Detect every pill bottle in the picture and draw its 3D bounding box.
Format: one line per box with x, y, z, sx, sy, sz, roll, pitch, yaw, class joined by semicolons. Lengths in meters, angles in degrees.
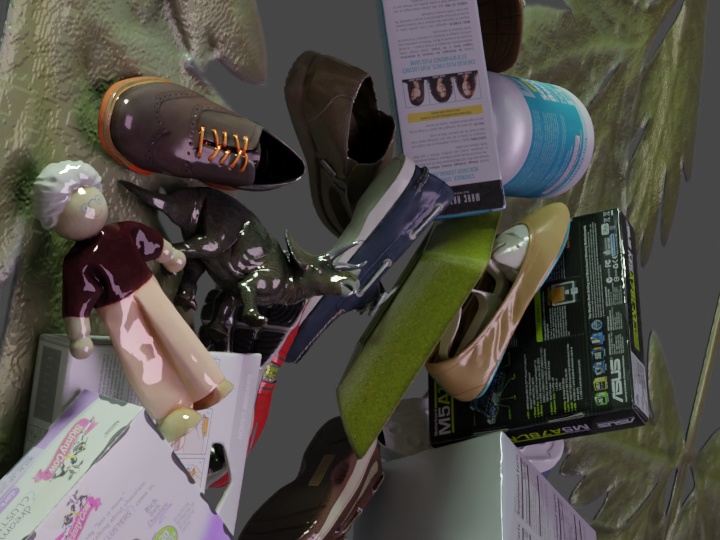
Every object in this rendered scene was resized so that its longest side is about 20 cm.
0.126;-0.123;1.668;0.200;0.110;0.111;0;99;-58;pill bottle

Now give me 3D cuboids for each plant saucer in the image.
0.043;0.039;1.541;0.200;0.048;0.200;-58;-179;17;plant saucer

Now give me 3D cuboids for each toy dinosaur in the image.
-0.101;-0.014;1.373;0.200;0.077;0.102;33;54;-14;toy dinosaur

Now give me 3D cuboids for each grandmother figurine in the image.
-0.160;0.012;1.253;0.200;0.060;0.121;60;34;-15;grandmother figurine

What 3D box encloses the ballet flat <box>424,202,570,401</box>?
0.119;0.017;1.597;0.063;0.069;0.200;33;77;-26;ballet flat

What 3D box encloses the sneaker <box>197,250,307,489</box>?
-0.094;0.077;1.438;0.085;0.077;0.201;74;37;-68;sneaker

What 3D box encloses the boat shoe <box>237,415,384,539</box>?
-0.034;0.213;1.543;0.202;0.075;0.075;-50;130;-38;boat shoe

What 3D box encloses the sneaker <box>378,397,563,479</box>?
0.081;0.191;1.724;0.199;0.147;0.081;5;53;-22;sneaker

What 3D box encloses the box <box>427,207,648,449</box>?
0.154;0.057;1.635;0.048;0.193;0.201;42;40;-51;box

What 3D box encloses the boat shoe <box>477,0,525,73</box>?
0.108;-0.274;1.632;0.063;0.073;0.201;-67;150;-55;boat shoe

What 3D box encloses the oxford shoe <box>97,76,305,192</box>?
-0.113;-0.098;1.334;0.200;0.072;0.071;9;92;-58;oxford shoe

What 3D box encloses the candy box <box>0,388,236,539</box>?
-0.174;0.211;1.245;0.168;0.071;0.200;-48;128;-26;candy box

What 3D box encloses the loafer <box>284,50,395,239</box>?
-0.004;-0.093;1.512;0.076;0.067;0.200;-58;142;-30;loafer

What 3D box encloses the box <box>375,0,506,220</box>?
0.066;-0.144;1.539;0.049;0.082;0.201;163;-81;-86;box

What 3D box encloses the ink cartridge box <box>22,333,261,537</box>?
-0.164;0.150;1.324;0.176;0.045;0.201;6;95;-46;ink cartridge box

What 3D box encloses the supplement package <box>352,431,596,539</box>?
0.104;0.269;1.626;0.200;0.151;0.151;47;35;-43;supplement package

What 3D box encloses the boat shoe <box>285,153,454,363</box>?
0.000;0.000;1.486;0.062;0.075;0.200;33;96;-14;boat shoe
